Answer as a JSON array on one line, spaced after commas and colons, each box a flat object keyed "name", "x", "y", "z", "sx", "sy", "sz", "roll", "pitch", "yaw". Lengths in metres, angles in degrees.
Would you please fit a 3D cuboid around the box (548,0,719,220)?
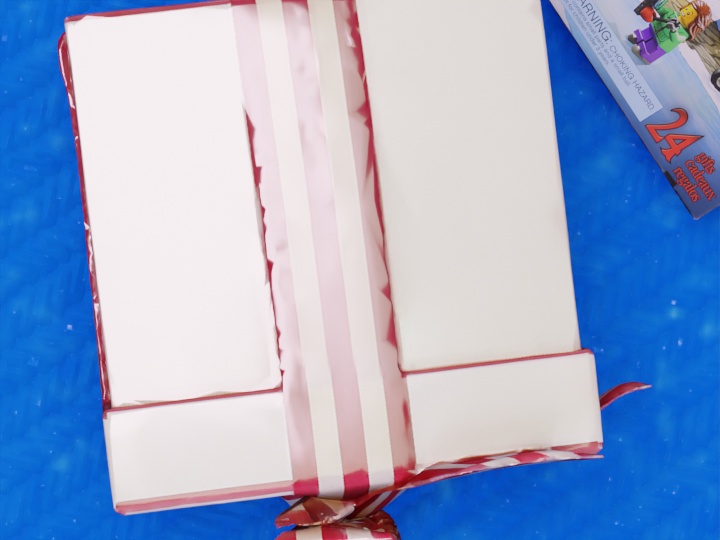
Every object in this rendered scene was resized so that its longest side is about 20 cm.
[{"name": "box", "x": 0.123, "y": -0.138, "z": 1.034, "sx": 0.136, "sy": 0.038, "sz": 0.200, "roll": -33, "pitch": 96, "yaw": 21}]

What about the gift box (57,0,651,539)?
[{"name": "gift box", "x": 0.000, "y": 0.000, "z": 1.000, "sx": 0.199, "sy": 0.185, "sz": 0.187, "roll": -6, "pitch": 91, "yaw": 0}]
